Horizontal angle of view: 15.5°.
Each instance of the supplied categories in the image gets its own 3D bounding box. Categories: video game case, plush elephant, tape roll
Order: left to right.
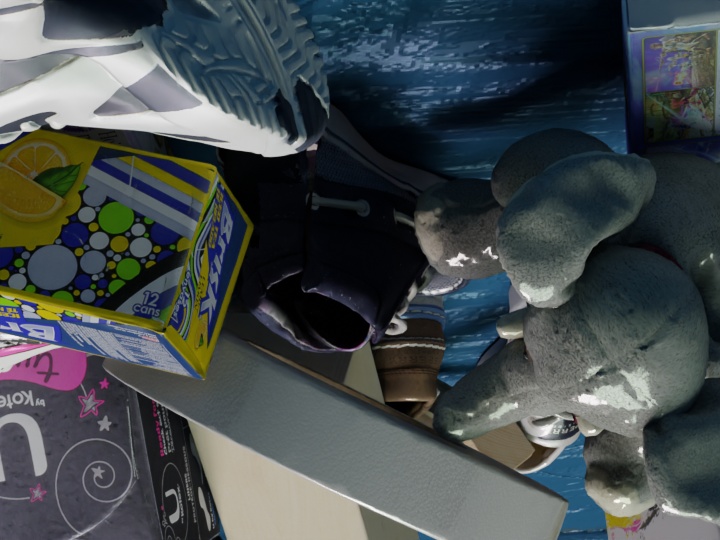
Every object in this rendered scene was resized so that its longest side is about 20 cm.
[{"bbox_3d":[-0.010,0.067,1.099,0.202,0.037,0.203,25,178,1],"label":"tape roll"},{"bbox_3d":[0.097,0.023,1.031,0.200,0.165,0.155,-28,-178,39],"label":"plush elephant"},{"bbox_3d":[0.197,-0.082,1.070,0.180,0.046,0.200,-6,158,4],"label":"video game case"}]

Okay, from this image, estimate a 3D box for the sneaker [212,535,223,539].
[{"bbox_3d":[-0.092,0.165,1.357,0.082,0.074,0.200,-47,-179,8],"label":"sneaker"}]

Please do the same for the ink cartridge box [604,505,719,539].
[{"bbox_3d":[0.218,0.118,1.367,0.146,0.201,0.145,1,155,-16],"label":"ink cartridge box"}]

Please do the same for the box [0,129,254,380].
[{"bbox_3d":[-0.149,-0.018,1.020,0.199,0.070,0.064,12,162,15],"label":"box"}]

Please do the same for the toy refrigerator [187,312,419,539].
[{"bbox_3d":[-0.022,0.111,1.299,0.075,0.070,0.201,2,136,17],"label":"toy refrigerator"}]

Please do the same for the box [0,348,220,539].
[{"bbox_3d":[-0.182,0.085,1.240,0.199,0.133,0.115,-10,-178,9],"label":"box"}]

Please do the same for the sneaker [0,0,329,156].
[{"bbox_3d":[-0.117,-0.077,0.959,0.198,0.080,0.129,15,152,-41],"label":"sneaker"}]

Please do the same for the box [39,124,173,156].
[{"bbox_3d":[-0.102,-0.043,1.096,0.038,0.042,0.200,-6,157,5],"label":"box"}]

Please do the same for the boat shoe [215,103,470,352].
[{"bbox_3d":[0.000,0.000,1.159,0.074,0.093,0.200,-17,156,26],"label":"boat shoe"}]

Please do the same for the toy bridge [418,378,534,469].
[{"bbox_3d":[0.044,0.090,1.424,0.027,0.067,0.200,-35,177,-15],"label":"toy bridge"}]

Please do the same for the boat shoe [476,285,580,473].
[{"bbox_3d":[0.102,0.054,1.353,0.070,0.070,0.200,0,158,-13],"label":"boat shoe"}]

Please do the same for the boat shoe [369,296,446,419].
[{"bbox_3d":[-0.009,0.071,1.361,0.072,0.073,0.200,0,157,-15],"label":"boat shoe"}]

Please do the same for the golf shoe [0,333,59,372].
[{"bbox_3d":[-0.193,0.023,1.145,0.199,0.073,0.092,-10,135,33],"label":"golf shoe"}]
